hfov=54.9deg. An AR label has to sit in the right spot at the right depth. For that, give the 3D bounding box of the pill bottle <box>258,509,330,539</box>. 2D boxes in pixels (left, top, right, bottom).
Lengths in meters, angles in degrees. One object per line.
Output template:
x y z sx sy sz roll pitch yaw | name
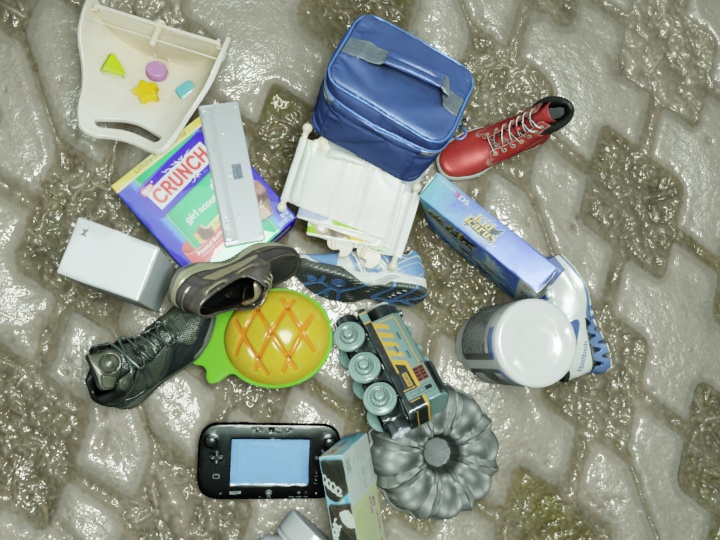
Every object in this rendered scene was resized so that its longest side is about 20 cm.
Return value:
-0.120 0.426 0.911 0.113 0.113 0.200 41 78 -2 | pill bottle

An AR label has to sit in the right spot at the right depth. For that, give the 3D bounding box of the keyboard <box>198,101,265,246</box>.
-0.177 -0.135 0.954 0.056 0.011 0.202 -10 82 -20 | keyboard

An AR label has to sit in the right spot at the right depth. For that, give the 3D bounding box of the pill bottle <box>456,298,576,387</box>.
0.206 0.103 0.967 0.112 0.200 0.115 1 83 -9 | pill bottle

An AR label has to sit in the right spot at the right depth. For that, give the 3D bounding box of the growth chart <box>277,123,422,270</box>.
-0.016 -0.093 0.951 0.198 0.018 0.146 25 103 -4 | growth chart

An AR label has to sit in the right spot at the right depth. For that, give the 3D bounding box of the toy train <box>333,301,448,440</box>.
0.039 0.134 0.966 0.113 0.086 0.201 -23 55 -9 | toy train

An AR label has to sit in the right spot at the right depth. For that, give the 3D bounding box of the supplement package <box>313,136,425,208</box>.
0.037 -0.203 1.023 0.155 0.111 0.201 30 78 -5 | supplement package

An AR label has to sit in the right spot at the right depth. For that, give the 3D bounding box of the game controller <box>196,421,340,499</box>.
-0.126 0.265 0.968 0.197 0.042 0.106 3 82 -9 | game controller

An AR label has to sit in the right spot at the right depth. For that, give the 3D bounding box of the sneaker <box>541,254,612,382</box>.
0.291 0.083 1.045 0.114 0.081 0.201 -23 89 -14 | sneaker

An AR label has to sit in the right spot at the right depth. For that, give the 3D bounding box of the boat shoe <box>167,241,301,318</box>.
-0.153 0.021 0.914 0.199 0.075 0.073 -21 48 -39 | boat shoe

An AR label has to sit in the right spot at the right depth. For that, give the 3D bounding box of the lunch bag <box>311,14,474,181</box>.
0.047 -0.219 0.891 0.198 0.132 0.137 27 68 -3 | lunch bag

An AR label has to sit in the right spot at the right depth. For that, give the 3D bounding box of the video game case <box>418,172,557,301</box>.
0.174 -0.033 0.963 0.200 0.181 0.046 41 88 15 | video game case

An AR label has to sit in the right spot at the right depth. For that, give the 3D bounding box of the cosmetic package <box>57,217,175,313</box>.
-0.305 0.000 0.891 0.100 0.200 0.072 21 79 -6 | cosmetic package

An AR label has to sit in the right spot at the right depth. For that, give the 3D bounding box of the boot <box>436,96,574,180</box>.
0.214 -0.202 1.037 0.198 0.144 0.073 -23 89 -11 | boot

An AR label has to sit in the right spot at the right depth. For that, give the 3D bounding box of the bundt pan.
0.112 0.261 0.993 0.199 0.076 0.205 1 82 -11 | bundt pan

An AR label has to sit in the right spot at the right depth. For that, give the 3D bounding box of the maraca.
-0.137 0.094 0.958 0.197 0.107 0.139 -3 74 1 | maraca

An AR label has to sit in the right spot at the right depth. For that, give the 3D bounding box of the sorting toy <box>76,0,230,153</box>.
-0.299 -0.252 0.954 0.198 0.107 0.182 16 68 -5 | sorting toy

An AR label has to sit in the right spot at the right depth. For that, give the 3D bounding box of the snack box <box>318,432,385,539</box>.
-0.005 0.334 0.935 0.037 0.116 0.202 -11 88 17 | snack box

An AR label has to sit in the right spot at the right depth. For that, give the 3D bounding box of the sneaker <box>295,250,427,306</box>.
0.000 0.000 1.019 0.198 0.076 0.078 9 58 -8 | sneaker

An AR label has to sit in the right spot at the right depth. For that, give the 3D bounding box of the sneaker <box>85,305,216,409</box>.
-0.277 0.105 0.903 0.199 0.114 0.076 -40 75 3 | sneaker

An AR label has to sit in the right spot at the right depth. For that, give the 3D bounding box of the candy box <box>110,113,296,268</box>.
-0.217 -0.090 0.981 0.169 0.077 0.200 -43 91 -13 | candy box
